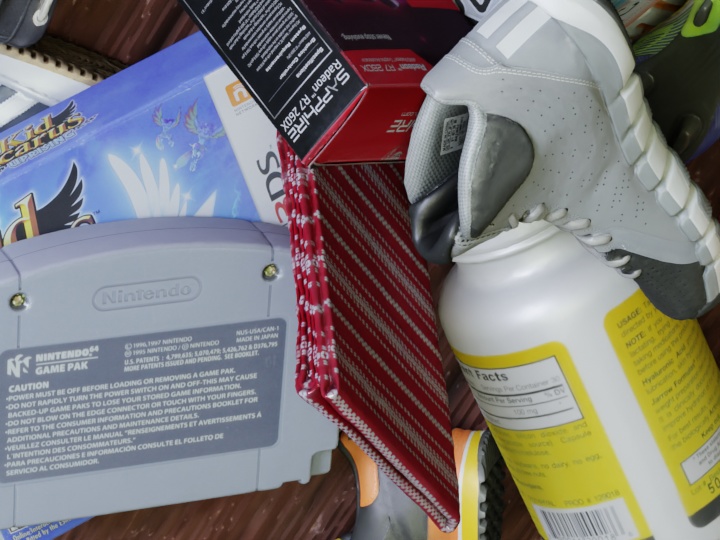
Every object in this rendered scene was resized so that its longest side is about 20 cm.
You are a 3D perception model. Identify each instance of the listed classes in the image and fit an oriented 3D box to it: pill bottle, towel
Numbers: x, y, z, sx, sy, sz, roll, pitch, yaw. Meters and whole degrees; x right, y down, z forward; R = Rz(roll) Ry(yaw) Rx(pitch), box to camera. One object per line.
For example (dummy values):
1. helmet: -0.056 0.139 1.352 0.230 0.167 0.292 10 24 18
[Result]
1. pill bottle: 0.103 0.036 1.272 0.111 0.111 0.201 -23 111 6
2. towel: 0.000 0.000 1.198 0.022 0.201 0.145 -19 146 17

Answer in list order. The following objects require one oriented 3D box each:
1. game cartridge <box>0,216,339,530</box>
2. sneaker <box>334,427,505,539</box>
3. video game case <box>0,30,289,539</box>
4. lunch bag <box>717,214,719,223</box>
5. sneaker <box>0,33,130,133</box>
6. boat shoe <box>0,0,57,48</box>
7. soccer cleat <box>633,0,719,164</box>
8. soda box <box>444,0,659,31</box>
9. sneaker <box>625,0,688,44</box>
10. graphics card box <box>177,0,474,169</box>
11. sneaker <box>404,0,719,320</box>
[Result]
1. game cartridge: -0.101 0.043 1.218 0.199 0.042 0.134 -6 113 -23
2. sneaker: 0.018 0.166 1.348 0.089 0.070 0.201 10 109 11
3. video game case: -0.110 0.010 1.246 0.199 0.045 0.182 -28 122 -11
4. lunch bag: 0.258 -0.019 1.214 0.176 0.200 0.082 -32 108 6
5. sneaker: -0.191 -0.066 1.256 0.199 0.070 0.109 21 106 -11
6. boat shoe: -0.139 -0.197 1.205 0.060 0.074 0.201 20 84 -35
7. soccer cleat: 0.175 -0.114 1.202 0.065 0.084 0.200 43 132 -5
8. soda box: 0.087 -0.128 1.189 0.200 0.068 0.064 -40 80 42
9. sneaker: 0.157 -0.179 1.232 0.077 0.078 0.200 46 110 15
10. graphics card box: -0.032 -0.133 1.161 0.051 0.125 0.200 -49 67 27
11. sneaker: 0.075 -0.028 1.146 0.115 0.075 0.200 -41 129 -12
